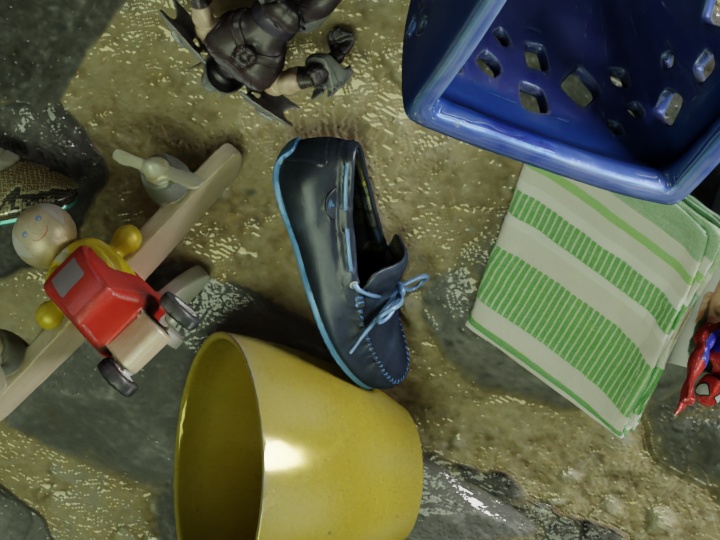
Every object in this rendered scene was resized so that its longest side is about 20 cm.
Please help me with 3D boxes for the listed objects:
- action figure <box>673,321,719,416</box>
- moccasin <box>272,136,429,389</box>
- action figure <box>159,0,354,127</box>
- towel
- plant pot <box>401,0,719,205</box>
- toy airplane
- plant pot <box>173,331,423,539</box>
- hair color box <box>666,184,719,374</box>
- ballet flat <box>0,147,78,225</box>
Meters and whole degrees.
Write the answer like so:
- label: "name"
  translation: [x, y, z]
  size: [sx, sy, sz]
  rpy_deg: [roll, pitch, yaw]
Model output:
- label: "action figure"
  translation: [0.262, 0.034, 1.503]
  size: [0.065, 0.099, 0.200]
  rpy_deg: [25, 131, -5]
- label: "moccasin"
  translation: [0.000, 0.000, 1.626]
  size: [0.068, 0.081, 0.200]
  rpy_deg: [-9, 126, 22]
- label: "action figure"
  translation: [-0.045, -0.171, 1.516]
  size: [0.130, 0.070, 0.200]
  rpy_deg: [32, 132, -21]
- label: "towel"
  translation: [0.155, 0.005, 1.591]
  size: [0.152, 0.023, 0.200]
  rpy_deg: [36, 134, 19]
- label: "plant pot"
  translation: [0.140, -0.184, 1.363]
  size: [0.199, 0.180, 0.200]
  rpy_deg: [15, 133, -26]
- label: "toy airplane"
  translation: [-0.178, 0.007, 1.625]
  size: [0.141, 0.200, 0.199]
  rpy_deg: [43, 138, -2]
- label: "plant pot"
  translation: [-0.038, 0.147, 1.699]
  size: [0.141, 0.200, 0.200]
  rpy_deg: [3, 133, -21]
- label: "hair color box"
  translation: [0.277, -0.016, 1.557]
  size: [0.099, 0.061, 0.200]
  rpy_deg: [15, 130, 2]
- label: "ballet flat"
  translation: [-0.296, -0.056, 1.672]
  size: [0.199, 0.068, 0.076]
  rpy_deg: [-14, 107, 26]
